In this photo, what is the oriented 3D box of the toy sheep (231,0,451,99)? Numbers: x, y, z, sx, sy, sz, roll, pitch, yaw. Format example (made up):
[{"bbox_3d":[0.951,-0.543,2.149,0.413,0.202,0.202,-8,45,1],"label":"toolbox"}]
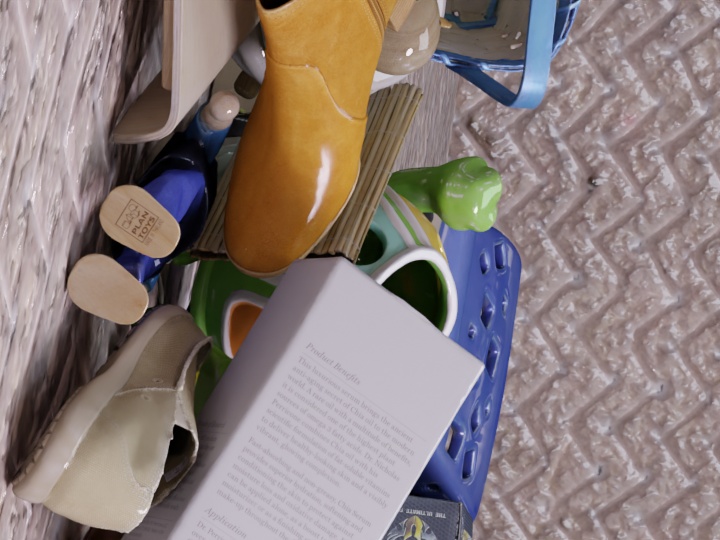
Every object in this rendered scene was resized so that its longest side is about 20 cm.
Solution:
[{"bbox_3d":[-0.026,-0.156,1.681,0.137,0.200,0.139,-20,122,-35],"label":"toy sheep"}]

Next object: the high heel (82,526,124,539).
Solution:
[{"bbox_3d":[-0.141,0.166,1.544,0.200,0.067,0.096,22,60,-76],"label":"high heel"}]

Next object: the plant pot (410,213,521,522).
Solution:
[{"bbox_3d":[-0.011,0.041,1.950,0.180,0.199,0.201,61,38,-69],"label":"plant pot"}]

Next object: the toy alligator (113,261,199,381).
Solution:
[{"bbox_3d":[-0.116,0.063,1.639,0.054,0.059,0.201,5,75,-51],"label":"toy alligator"}]

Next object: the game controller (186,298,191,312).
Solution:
[{"bbox_3d":[-0.094,0.066,1.769,0.104,0.042,0.201,78,32,-71],"label":"game controller"}]

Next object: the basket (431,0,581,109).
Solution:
[{"bbox_3d":[0.078,-0.198,1.809,0.200,0.138,0.177,-154,-109,-64],"label":"basket"}]

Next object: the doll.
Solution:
[{"bbox_3d":[-0.103,-0.036,1.563,0.137,0.048,0.200,-63,-179,15],"label":"doll"}]

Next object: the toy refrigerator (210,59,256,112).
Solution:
[{"bbox_3d":[-0.038,-0.184,1.862,0.070,0.075,0.201,66,33,-80],"label":"toy refrigerator"}]

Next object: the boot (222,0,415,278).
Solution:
[{"bbox_3d":[-0.034,-0.105,1.524,0.202,0.071,0.144,-65,161,-8],"label":"boot"}]

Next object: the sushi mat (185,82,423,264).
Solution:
[{"bbox_3d":[-0.029,-0.058,1.658,0.200,0.095,0.012,-69,156,-56],"label":"sushi mat"}]

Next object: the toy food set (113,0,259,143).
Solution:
[{"bbox_3d":[-0.089,-0.182,1.518,0.144,0.060,0.201,-56,156,-48],"label":"toy food set"}]

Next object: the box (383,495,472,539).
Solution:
[{"bbox_3d":[-0.030,0.162,1.883,0.158,0.199,0.051,66,31,-80],"label":"box"}]

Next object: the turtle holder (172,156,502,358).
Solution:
[{"bbox_3d":[-0.002,0.011,1.696,0.185,0.131,0.142,-10,104,-41],"label":"turtle holder"}]

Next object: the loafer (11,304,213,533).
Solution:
[{"bbox_3d":[-0.114,0.081,1.488,0.076,0.068,0.200,-50,-179,26],"label":"loafer"}]

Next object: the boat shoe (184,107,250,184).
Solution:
[{"bbox_3d":[-0.074,-0.063,1.789,0.061,0.072,0.201,61,8,17],"label":"boat shoe"}]

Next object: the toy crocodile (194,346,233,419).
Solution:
[{"bbox_3d":[-0.079,0.140,1.585,0.067,0.061,0.201,-141,-130,-66],"label":"toy crocodile"}]

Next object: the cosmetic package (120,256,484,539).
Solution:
[{"bbox_3d":[-0.036,0.103,1.514,0.201,0.101,0.071,-58,-161,-13],"label":"cosmetic package"}]
